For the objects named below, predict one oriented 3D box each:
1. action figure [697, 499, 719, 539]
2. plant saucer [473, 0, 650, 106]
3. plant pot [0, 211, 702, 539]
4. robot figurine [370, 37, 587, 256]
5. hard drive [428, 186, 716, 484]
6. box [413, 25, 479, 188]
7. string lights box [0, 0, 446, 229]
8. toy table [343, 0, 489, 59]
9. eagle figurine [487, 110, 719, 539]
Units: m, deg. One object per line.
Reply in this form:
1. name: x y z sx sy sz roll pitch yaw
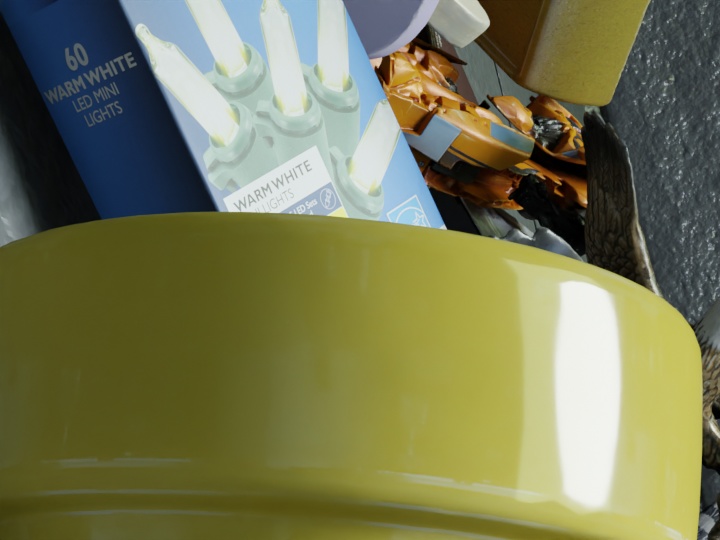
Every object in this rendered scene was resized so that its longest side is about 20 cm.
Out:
1. action figure: 0.145 0.176 1.097 0.200 0.193 0.105 27 -57 56
2. plant saucer: 0.066 -0.191 1.015 0.200 0.048 0.200 47 -20 16
3. plant pot: -0.015 0.105 0.491 0.201 0.200 0.190 45 47 -66
4. robot figurine: 0.064 -0.075 1.041 0.199 0.058 0.145 22 21 -34
5. hard drive: 0.119 0.038 1.082 0.200 0.038 0.140 31 24 -44
6. box: 0.027 -0.105 1.176 0.200 0.075 0.101 62 16 -51
7. string lights box: -0.049 -0.058 0.665 0.103 0.059 0.201 -34 103 -45
8. toy table: -0.017 -0.186 0.871 0.117 0.183 0.201 -12 78 -67
9. eagle figurine: 0.142 0.037 0.950 0.200 0.151 0.152 38 1 -1
